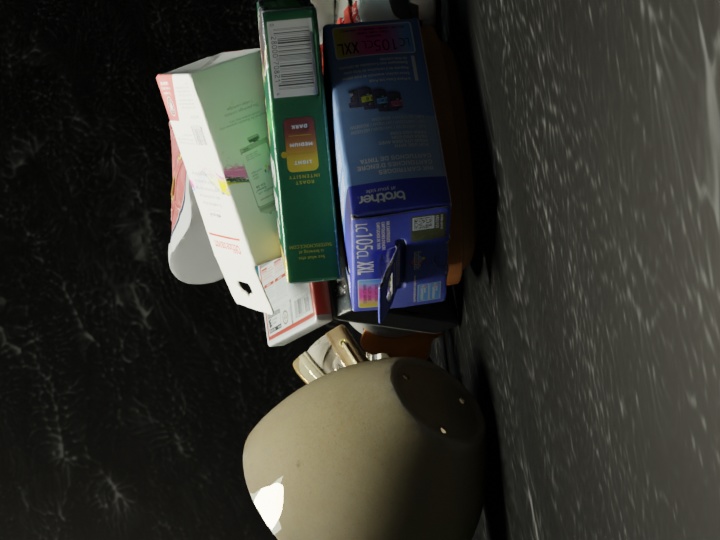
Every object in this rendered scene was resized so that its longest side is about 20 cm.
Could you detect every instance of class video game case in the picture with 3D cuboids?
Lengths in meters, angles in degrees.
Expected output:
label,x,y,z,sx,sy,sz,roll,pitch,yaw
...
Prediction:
label,x,y,z,sx,sy,sz,roll,pitch,yaw
video game case,-0.064,-0.044,1.672,0.143,0.017,0.201,151,113,-69

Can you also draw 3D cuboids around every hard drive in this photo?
label,x,y,z,sx,sy,sz,roll,pitch,yaw
hard drive,0.015,-0.051,1.674,0.139,0.033,0.201,10,-116,-48

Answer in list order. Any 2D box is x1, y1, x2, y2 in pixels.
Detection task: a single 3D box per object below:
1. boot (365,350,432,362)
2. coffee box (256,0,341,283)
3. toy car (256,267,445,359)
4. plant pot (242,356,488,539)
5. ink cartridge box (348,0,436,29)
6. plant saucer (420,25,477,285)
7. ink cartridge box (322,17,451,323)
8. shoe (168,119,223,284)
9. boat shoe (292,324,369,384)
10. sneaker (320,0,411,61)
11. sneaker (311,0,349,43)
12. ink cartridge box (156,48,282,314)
label,x,y,z,sx,sy,sz,roll,pitch,yaw
boot,0.059,0.133,1.811,0.097,0.074,0.201,144,110,-75
coffee box,-0.046,-0.098,1.452,0.123,0.044,0.201,-110,14,-77
toy car,0.000,0.000,1.800,0.184,0.176,0.201,114,139,-61
plant pot,0.025,0.146,1.567,0.135,0.200,0.201,-52,27,27
ink cartridge box,0.023,-0.238,1.621,0.200,0.067,0.117,88,175,-57
plant saucer,0.064,-0.089,1.522,0.200,0.032,0.201,173,90,-88
ink cartridge box,0.020,-0.063,1.426,0.137,0.076,0.201,89,172,-59
shoe,-0.139,-0.076,1.785,0.200,0.071,0.091,104,160,-54
boat shoe,0.031,0.125,1.728,0.200,0.069,0.074,42,180,13
sneaker,-0.015,-0.158,1.532,0.202,0.108,0.067,88,174,-53
sneaker,-0.050,-0.243,1.594,0.200,0.080,0.077,87,174,-66
ink cartridge box,-0.090,-0.072,1.573,0.116,0.067,0.201,15,124,70
